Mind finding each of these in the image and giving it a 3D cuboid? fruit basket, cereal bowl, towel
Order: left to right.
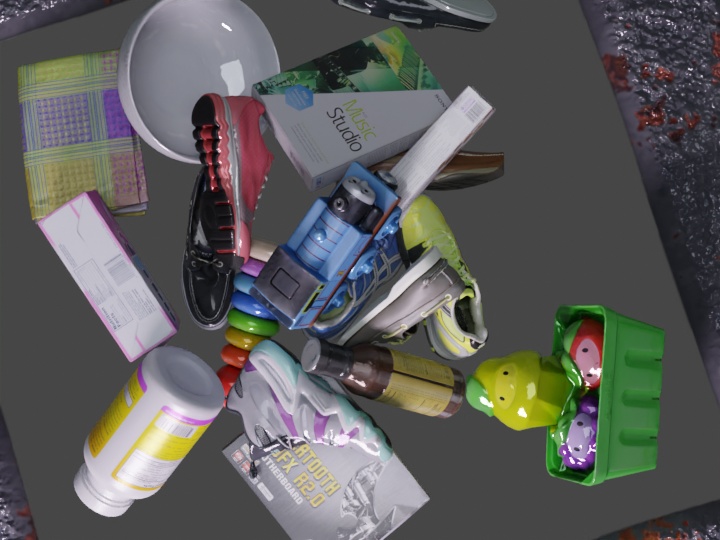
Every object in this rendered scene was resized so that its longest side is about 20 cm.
[{"bbox_3d":[-0.333,-0.156,1.765,0.143,0.023,0.201,-9,87,1],"label":"towel"},{"bbox_3d":[-0.196,-0.223,1.715,0.199,0.083,0.201,-1,91,-33],"label":"cereal bowl"},{"bbox_3d":[0.230,0.138,1.690,0.214,0.155,0.217,0,89,-17],"label":"fruit basket"}]

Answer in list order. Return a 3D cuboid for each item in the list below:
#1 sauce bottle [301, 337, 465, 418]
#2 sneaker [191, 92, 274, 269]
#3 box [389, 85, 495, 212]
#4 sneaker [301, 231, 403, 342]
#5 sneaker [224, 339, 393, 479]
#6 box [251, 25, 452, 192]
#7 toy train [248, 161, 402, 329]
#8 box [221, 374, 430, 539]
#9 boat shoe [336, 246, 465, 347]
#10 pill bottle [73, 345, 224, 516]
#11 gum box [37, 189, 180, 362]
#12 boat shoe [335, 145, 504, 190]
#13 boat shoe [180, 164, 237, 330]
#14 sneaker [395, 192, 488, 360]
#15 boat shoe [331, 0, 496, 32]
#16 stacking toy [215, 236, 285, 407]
[{"bbox_3d":[0.026,0.117,1.682,0.199,0.065,0.065,20,88,-30],"label":"sauce bottle"},{"bbox_3d":[-0.132,-0.102,1.671,0.086,0.074,0.201,-11,103,-33],"label":"sneaker"},{"bbox_3d":[0.072,-0.123,1.674,0.041,0.039,0.200,43,98,8],"label":"box"},{"bbox_3d":[0.000,0.000,1.725,0.075,0.077,0.201,30,87,4],"label":"sneaker"},{"bbox_3d":[-0.072,0.188,1.676,0.200,0.078,0.140,38,90,12],"label":"sneaker"},{"bbox_3d":[-0.006,-0.189,1.703,0.199,0.036,0.145,-25,66,-20],"label":"box"},{"bbox_3d":[-0.033,-0.026,1.619,0.087,0.114,0.200,40,106,15],"label":"toy train"},{"bbox_3d":[-0.040,0.237,1.729,0.158,0.048,0.200,-38,88,0],"label":"box"},{"bbox_3d":[0.043,0.051,1.683,0.060,0.072,0.202,44,131,-1],"label":"boat shoe"},{"bbox_3d":[-0.247,0.188,1.684,0.104,0.104,0.200,40,114,2],"label":"pill bottle"},{"bbox_3d":[-0.282,0.008,1.698,0.066,0.114,0.201,-33,95,-1],"label":"gum box"},{"bbox_3d":[0.069,-0.132,1.732,0.199,0.076,0.074,-3,84,0],"label":"boat shoe"},{"bbox_3d":[-0.175,-0.031,1.734,0.070,0.066,0.201,7,88,1],"label":"boat shoe"},{"bbox_3d":[0.103,0.003,1.713,0.075,0.076,0.201,-22,94,-33],"label":"sneaker"},{"bbox_3d":[0.061,-0.318,1.747,0.199,0.076,0.061,19,125,-7],"label":"boat shoe"},{"bbox_3d":[-0.123,0.066,1.727,0.085,0.085,0.201,16,93,2],"label":"stacking toy"}]
